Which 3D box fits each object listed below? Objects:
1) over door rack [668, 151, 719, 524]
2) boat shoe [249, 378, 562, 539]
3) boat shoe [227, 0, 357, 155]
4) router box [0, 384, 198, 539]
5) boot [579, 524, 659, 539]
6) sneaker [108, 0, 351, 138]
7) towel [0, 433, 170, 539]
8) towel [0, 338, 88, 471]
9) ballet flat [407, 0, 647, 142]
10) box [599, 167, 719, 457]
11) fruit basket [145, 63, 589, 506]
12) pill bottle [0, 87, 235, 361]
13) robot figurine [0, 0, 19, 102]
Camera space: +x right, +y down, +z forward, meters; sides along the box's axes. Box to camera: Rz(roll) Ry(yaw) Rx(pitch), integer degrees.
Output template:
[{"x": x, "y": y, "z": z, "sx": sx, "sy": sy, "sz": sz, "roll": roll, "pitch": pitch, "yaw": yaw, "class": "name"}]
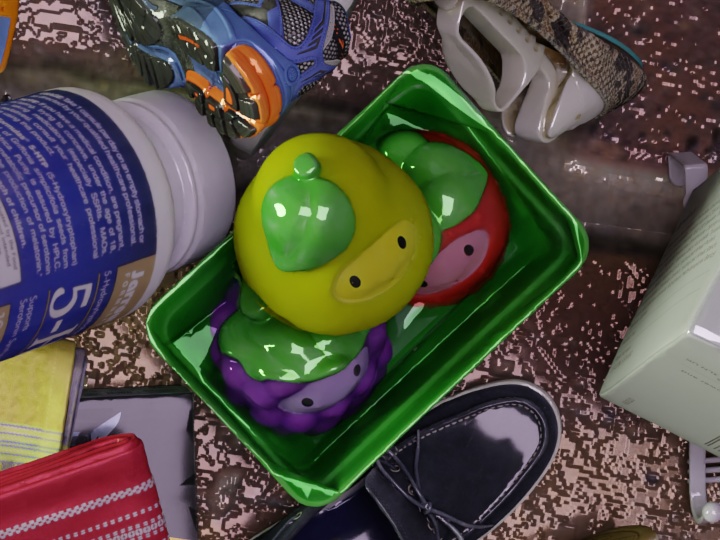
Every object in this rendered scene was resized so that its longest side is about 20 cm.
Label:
[{"x": 0.243, "y": 0.031, "z": 1.552, "sx": 0.147, "sy": 0.067, "sz": 0.201, "roll": -4, "pitch": 92, "yaw": -10, "class": "over door rack"}, {"x": 0.022, "y": 0.125, "z": 1.519, "sx": 0.200, "sy": 0.062, "sz": 0.075, "roll": -31, "pitch": 95, "yaw": -9, "class": "boat shoe"}, {"x": -0.032, "y": -0.158, "z": 1.504, "sx": 0.071, "sy": 0.070, "sz": 0.201, "roll": 27, "pitch": 82, "yaw": 0, "class": "boat shoe"}, {"x": -0.182, "y": 0.142, "z": 1.488, "sx": 0.199, "sy": 0.052, "sz": 0.158, "roll": -2, "pitch": 92, "yaw": -10, "class": "router box"}, {"x": 0.108, "y": 0.242, "z": 1.532, "sx": 0.200, "sy": 0.072, "sz": 0.155, "roll": -37, "pitch": 97, "yaw": -2, "class": "boot"}, {"x": -0.069, "y": -0.126, "z": 1.440, "sx": 0.078, "sy": 0.200, "sz": 0.075, "roll": -26, "pitch": 127, "yaw": -18, "class": "sneaker"}, {"x": -0.153, "y": 0.186, "z": 1.442, "sx": 0.144, "sy": 0.022, "sz": 0.200, "roll": -18, "pitch": 113, "yaw": -12, "class": "towel"}, {"x": -0.239, "y": 0.086, "z": 1.438, "sx": 0.200, "sy": 0.023, "sz": 0.144, "roll": 13, "pitch": 90, "yaw": -10, "class": "towel"}, {"x": 0.078, "y": -0.109, "z": 1.476, "sx": 0.200, "sy": 0.068, "sz": 0.075, "roll": 37, "pitch": 57, "yaw": -48, "class": "ballet flat"}, {"x": 0.246, "y": 0.035, "z": 1.421, "sx": 0.199, "sy": 0.200, "sz": 0.131, "roll": 27, "pitch": 77, "yaw": -2, "class": "box"}, {"x": 0.000, "y": 0.000, "z": 1.442, "sx": 0.216, "sy": 0.216, "sz": 0.156, "roll": -43, "pitch": 98, "yaw": -6, "class": "fruit basket"}, {"x": -0.160, "y": -0.024, "z": 1.419, "sx": 0.200, "sy": 0.120, "sz": 0.120, "roll": -21, "pitch": 96, "yaw": -44, "class": "pill bottle"}, {"x": -0.239, "y": -0.107, "z": 1.468, "sx": 0.145, "sy": 0.058, "sz": 0.201, "roll": 11, "pitch": 89, "yaw": -9, "class": "robot figurine"}]
